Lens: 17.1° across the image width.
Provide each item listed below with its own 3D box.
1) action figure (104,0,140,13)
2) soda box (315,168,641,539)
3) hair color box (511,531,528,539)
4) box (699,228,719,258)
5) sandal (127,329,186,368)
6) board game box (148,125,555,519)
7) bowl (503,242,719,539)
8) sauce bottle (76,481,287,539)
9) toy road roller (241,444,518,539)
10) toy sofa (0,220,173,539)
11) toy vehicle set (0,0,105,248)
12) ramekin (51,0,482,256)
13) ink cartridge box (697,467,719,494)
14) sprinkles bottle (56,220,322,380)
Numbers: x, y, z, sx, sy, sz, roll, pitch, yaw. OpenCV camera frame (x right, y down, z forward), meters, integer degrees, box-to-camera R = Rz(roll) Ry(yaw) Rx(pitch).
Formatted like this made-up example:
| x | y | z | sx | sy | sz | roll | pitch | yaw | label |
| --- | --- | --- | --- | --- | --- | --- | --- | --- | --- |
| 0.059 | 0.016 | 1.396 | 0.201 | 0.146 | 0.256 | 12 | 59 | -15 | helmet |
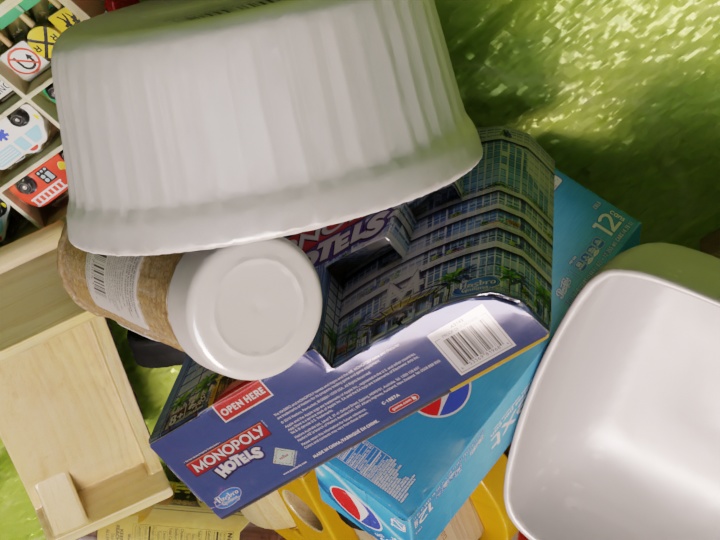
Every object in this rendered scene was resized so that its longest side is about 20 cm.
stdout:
| x | y | z | sx | sy | sz | roll | pitch | yaw | label |
| --- | --- | --- | --- | --- | --- | --- | --- | --- | --- |
| -0.137 | -0.191 | 1.130 | 0.065 | 0.052 | 0.201 | -7 | 135 | 12 | action figure |
| 0.061 | 0.046 | 1.212 | 0.064 | 0.200 | 0.068 | 34 | 160 | 19 | soda box |
| 0.064 | 0.189 | 1.432 | 0.061 | 0.102 | 0.200 | 28 | 133 | -18 | hair color box |
| 0.303 | -0.004 | 1.254 | 0.199 | 0.021 | 0.163 | -29 | 123 | 33 | box |
| -0.032 | 0.032 | 1.312 | 0.199 | 0.075 | 0.048 | -6 | 119 | 28 | sandal |
| 0.000 | 0.000 | 1.195 | 0.199 | 0.200 | 0.062 | -31 | 118 | 23 | board game box |
| 0.184 | 0.083 | 1.193 | 0.199 | 0.075 | 0.201 | 25 | 129 | 8 | bowl |
| -0.077 | 0.163 | 1.459 | 0.198 | 0.065 | 0.065 | 4 | 135 | 4 | sauce bottle |
| 0.016 | 0.094 | 1.355 | 0.199 | 0.146 | 0.123 | 25 | 151 | 42 | toy road roller |
| -0.175 | 0.057 | 1.347 | 0.082 | 0.098 | 0.201 | -24 | 142 | -8 | toy sofa |
| -0.185 | -0.077 | 1.264 | 0.199 | 0.027 | 0.124 | -31 | 123 | 34 | toy vehicle set |
| -0.049 | -0.081 | 1.116 | 0.199 | 0.200 | 0.099 | -8 | 102 | 17 | ramekin |
| 0.268 | 0.097 | 1.285 | 0.145 | 0.084 | 0.200 | 31 | 132 | -19 | ink cartridge box |
| -0.087 | 0.003 | 1.161 | 0.068 | 0.069 | 0.200 | 37 | 172 | -25 | sprinkles bottle |
